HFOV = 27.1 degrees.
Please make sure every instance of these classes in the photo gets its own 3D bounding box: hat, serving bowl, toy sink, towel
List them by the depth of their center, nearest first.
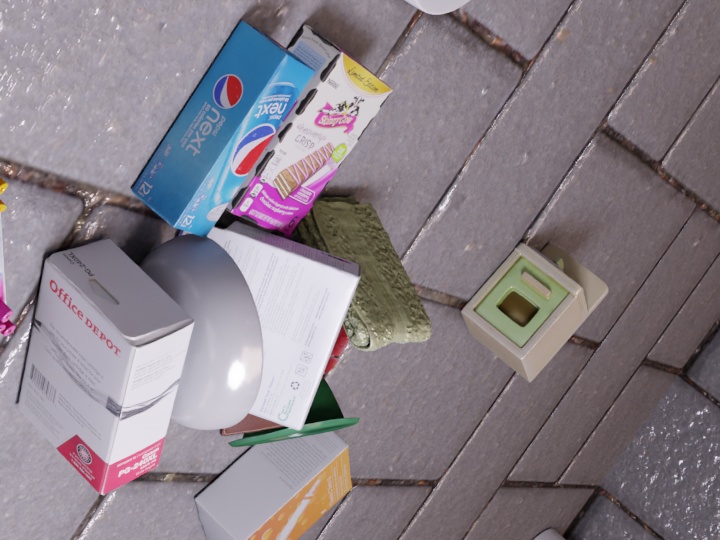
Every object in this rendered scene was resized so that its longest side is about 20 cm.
[{"bbox_3d":[-0.181,0.067,1.505,0.065,0.200,0.202,-12,135,-40],"label":"serving bowl"},{"bbox_3d":[0.000,0.000,1.725,0.036,0.201,0.148,-38,161,31],"label":"towel"},{"bbox_3d":[-0.090,0.123,1.915,0.164,0.178,0.199,-16,171,36],"label":"hat"},{"bbox_3d":[0.271,0.044,2.300,0.200,0.130,0.112,-46,154,-9],"label":"toy sink"}]

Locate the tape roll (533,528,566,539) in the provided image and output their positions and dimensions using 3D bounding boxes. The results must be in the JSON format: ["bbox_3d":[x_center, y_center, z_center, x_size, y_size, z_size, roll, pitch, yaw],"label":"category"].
[{"bbox_3d":[0.428,0.711,3.417,0.202,0.139,0.204,-38,151,-26],"label":"tape roll"}]

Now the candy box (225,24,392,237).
[{"bbox_3d":[-0.066,-0.142,1.575,0.201,0.061,0.136,-56,154,6],"label":"candy box"}]

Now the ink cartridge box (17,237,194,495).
[{"bbox_3d":[-0.252,0.092,1.470,0.083,0.145,0.201,-22,142,-43],"label":"ink cartridge box"}]

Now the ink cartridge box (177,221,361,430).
[{"bbox_3d":[-0.123,0.053,1.621,0.043,0.198,0.198,-84,-165,-68],"label":"ink cartridge box"}]

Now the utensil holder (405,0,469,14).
[{"bbox_3d":[0.028,-0.343,1.310,0.170,0.199,0.171,-39,151,-26],"label":"utensil holder"}]

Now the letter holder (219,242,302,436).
[{"bbox_3d":[-0.114,0.080,1.742,0.142,0.100,0.201,-5,128,-54],"label":"letter holder"}]

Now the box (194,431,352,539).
[{"bbox_3d":[-0.115,0.301,2.027,0.200,0.097,0.125,-40,153,-22],"label":"box"}]

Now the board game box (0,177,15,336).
[{"bbox_3d":[-0.388,0.027,1.299,0.199,0.026,0.201,-33,149,-35],"label":"board game box"}]

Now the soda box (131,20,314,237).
[{"bbox_3d":[-0.134,-0.136,1.462,0.201,0.068,0.064,-56,154,8],"label":"soda box"}]
